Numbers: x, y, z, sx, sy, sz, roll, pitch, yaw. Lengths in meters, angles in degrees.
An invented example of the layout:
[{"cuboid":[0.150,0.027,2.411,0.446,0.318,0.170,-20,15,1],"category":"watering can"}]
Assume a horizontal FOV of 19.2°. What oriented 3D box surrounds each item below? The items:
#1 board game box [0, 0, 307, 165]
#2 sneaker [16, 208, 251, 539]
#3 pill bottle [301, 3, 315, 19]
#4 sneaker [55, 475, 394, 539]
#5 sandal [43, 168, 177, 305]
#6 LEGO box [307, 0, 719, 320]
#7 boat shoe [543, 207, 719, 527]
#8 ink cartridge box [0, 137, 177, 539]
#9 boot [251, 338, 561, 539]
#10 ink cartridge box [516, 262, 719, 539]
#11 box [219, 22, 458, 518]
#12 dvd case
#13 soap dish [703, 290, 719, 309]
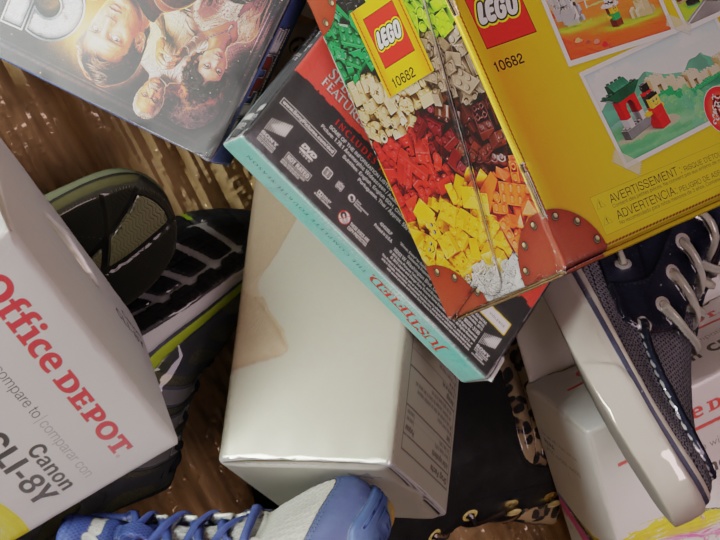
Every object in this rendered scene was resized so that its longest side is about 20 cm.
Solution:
[{"cuboid":[-0.115,-0.146,0.862,0.200,0.035,0.136,26,95,7],"category":"board game box"},{"cuboid":[-0.102,0.052,0.957,0.200,0.074,0.081,-44,132,-13],"category":"sneaker"},{"cuboid":[-0.001,-0.218,0.931,0.110,0.110,0.200,30,85,-26],"category":"pill bottle"},{"cuboid":[-0.083,0.129,0.864,0.200,0.075,0.088,-33,96,14],"category":"sneaker"},{"cuboid":[-0.176,0.008,0.912,0.201,0.057,0.080,-22,132,-14],"category":"sandal"},{"cuboid":[0.098,-0.087,0.858,0.200,0.077,0.149,-22,87,-35],"category":"LEGO box"},{"cuboid":[0.129,0.008,0.924,0.093,0.200,0.075,-26,149,3],"category":"boat shoe"},{"cuboid":[-0.195,0.053,0.840,0.200,0.083,0.145,-31,133,1],"category":"ink cartridge box"},{"cuboid":[0.027,0.126,1.023,0.150,0.073,0.200,-10,97,-24],"category":"boot"},{"cuboid":[0.154,0.090,1.000,0.116,0.067,0.200,-25,114,-13],"category":"ink cartridge box"},{"cuboid":[0.000,0.000,0.925,0.095,0.078,0.200,52,41,-63],"category":"box"},{"cuboid":[0.049,-0.073,0.890,0.146,0.022,0.200,44,62,-17],"category":"dvd case"},{"cuboid":[0.171,-0.075,1.052,0.157,0.081,0.200,-30,109,-18],"category":"soap dish"}]
